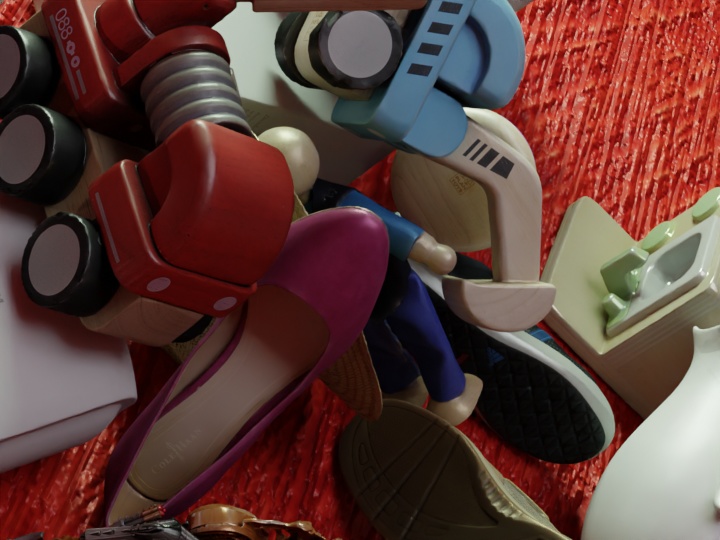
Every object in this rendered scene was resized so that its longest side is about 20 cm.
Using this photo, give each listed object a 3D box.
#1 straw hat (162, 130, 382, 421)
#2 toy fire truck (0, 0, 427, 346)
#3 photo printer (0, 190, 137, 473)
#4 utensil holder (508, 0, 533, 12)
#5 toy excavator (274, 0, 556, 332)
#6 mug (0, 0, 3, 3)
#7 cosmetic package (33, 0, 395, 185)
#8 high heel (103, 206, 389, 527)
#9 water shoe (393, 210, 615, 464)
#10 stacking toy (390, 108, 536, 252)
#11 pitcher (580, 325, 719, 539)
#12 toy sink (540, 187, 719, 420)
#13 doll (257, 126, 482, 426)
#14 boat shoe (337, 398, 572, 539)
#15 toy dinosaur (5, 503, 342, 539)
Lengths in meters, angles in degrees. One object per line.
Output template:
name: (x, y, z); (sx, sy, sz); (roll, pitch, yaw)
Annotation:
straw hat: (-0.072, 0.014, 1.230); (0.085, 0.201, 0.202); (-29, 84, -12)
toy fire truck: (-0.067, -0.080, 1.117); (0.128, 0.200, 0.177); (18, 43, -49)
photo printer: (-0.203, 0.021, 1.104); (0.200, 0.069, 0.167); (-16, 75, -52)
utensil holder: (0.057, -0.235, 1.509); (0.170, 0.170, 0.200); (55, 34, 0)
toy excavator: (0.050, -0.087, 1.282); (0.199, 0.100, 0.195); (27, 86, -16)
mug: (-0.281, -0.178, 1.146); (0.153, 0.186, 0.150); (-28, 117, -44)
cosmetic package: (-0.081, -0.117, 1.334); (0.200, 0.081, 0.113); (10, 54, -43)
high heel: (-0.059, 0.051, 1.133); (0.067, 0.200, 0.096); (43, 32, -9)
water shoe: (0.083, 0.036, 1.406); (0.200, 0.071, 0.079); (40, 37, -20)
stacking toy: (0.073, -0.062, 1.428); (0.086, 0.085, 0.200); (55, 11, 0)
pitcher: (0.213, 0.120, 1.372); (0.121, 0.172, 0.201); (26, 71, 1)
toy sink: (0.232, 0.027, 1.542); (0.200, 0.112, 0.131); (44, 38, -14)
doll: (0.000, 0.000, 1.282); (0.049, 0.136, 0.200); (-51, 123, -32)
boat shoe: (0.066, 0.145, 1.272); (0.200, 0.072, 0.065); (36, -7, 33)
toy dinosaur: (-0.071, 0.155, 1.085); (0.199, 0.136, 0.102); (13, 58, 12)
